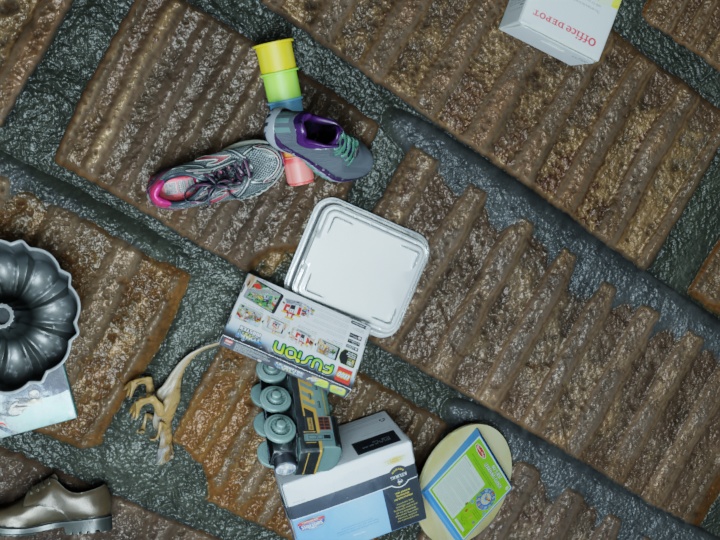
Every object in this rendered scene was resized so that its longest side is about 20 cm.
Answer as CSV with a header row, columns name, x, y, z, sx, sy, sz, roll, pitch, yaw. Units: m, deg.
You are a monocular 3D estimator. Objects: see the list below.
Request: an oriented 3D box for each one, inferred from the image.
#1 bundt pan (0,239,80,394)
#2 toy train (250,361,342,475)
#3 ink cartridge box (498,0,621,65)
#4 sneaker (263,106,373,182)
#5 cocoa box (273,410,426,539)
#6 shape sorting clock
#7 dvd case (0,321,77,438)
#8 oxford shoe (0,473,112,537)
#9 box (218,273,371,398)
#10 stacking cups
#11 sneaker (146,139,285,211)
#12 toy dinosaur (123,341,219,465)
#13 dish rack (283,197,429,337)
name,x,y,z,sx,sy,sz,roll,pitch,yaw
bundt pan,-0.469,0.063,1.086,0.199,0.076,0.205,1,83,-11
toy train,-0.093,0.202,1.170,0.113,0.201,0.086,3,131,-17
ink cartridge box,0.314,-0.430,1.226,0.144,0.083,0.202,20,93,-16
sneaker,-0.038,-0.169,1.137,0.199,0.087,0.075,14,86,-45
cocoa box,-0.021,0.320,1.227,0.198,0.133,0.133,-16,105,-12
shape sorting clock,0.166,0.341,1.310,0.198,0.039,0.203,-9,108,-29
dvd case,-0.510,0.162,1.134,0.198,0.022,0.148,-13,101,-12
oxford shoe,-0.454,0.330,1.158,0.198,0.073,0.086,0,83,-17
box,-0.092,0.093,1.180,0.198,0.035,0.111,24,57,-7
stacking cups,-0.101,-0.222,1.160,0.060,0.060,0.202,-15,102,-12
sneaker,-0.198,-0.124,1.139,0.198,0.075,0.081,-20,104,-8
toy dinosaur,-0.282,0.179,1.188,0.105,0.060,0.202,12,102,-40
dish rack,0.000,0.000,1.232,0.198,0.044,0.173,22,93,-16
